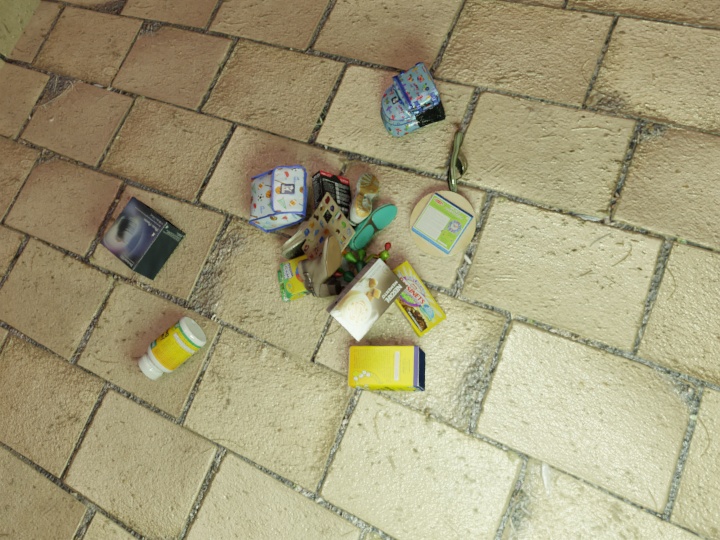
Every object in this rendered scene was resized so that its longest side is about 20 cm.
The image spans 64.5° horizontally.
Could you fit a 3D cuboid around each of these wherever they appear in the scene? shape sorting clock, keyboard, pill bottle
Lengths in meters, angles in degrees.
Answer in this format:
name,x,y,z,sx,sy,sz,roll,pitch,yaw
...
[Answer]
name,x,y,z,sx,sy,sz,roll,pitch,yaw
shape sorting clock,0.245,-0.139,1.704,0.197,0.039,0.204,-2,82,17
keyboard,-0.068,-0.044,1.766,0.011,0.056,0.203,-40,57,47
pill bottle,-0.596,0.248,1.800,0.199,0.113,0.113,-39,65,2

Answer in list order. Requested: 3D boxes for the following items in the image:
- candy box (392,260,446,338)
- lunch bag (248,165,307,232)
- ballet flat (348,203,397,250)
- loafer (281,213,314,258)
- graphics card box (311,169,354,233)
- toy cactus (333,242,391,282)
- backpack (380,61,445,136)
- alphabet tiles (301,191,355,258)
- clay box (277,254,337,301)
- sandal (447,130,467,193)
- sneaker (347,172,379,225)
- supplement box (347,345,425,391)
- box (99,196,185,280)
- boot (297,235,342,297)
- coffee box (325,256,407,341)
name,x,y,z,sx,sy,sz,roll,pitch,yaw
candy box,0.149,0.080,1.623,0.102,0.026,0.201,-32,81,-21
lunch bag,-0.258,-0.234,1.831,0.197,0.123,0.173,-10,71,30
ballet flat,0.028,-0.140,1.754,0.200,0.068,0.070,-45,32,-21
loafer,-0.175,-0.115,1.814,0.199,0.076,0.068,-37,64,-8
graphics card box,-0.084,-0.202,1.782,0.051,0.124,0.203,-28,62,41
toy cactus,0.000,0.000,1.645,0.197,0.102,0.167,-13,54,24
backpack,0.150,-0.537,1.819,0.197,0.135,0.185,-22,66,12
alphabet tiles,-0.106,-0.101,1.692,0.201,0.007,0.168,-53,57,32
clay box,-0.170,0.014,1.779,0.197,0.048,0.117,-19,67,10
sandal,0.300,-0.332,1.735,0.056,0.080,0.204,10,74,6
sneaker,0.000,-0.224,1.780,0.075,0.088,0.202,31,47,-12
supplement box,0.075,0.273,1.581,0.197,0.109,0.111,-3,71,17
box,-0.750,-0.110,1.965,0.199,0.123,0.200,32,85,24
boot,-0.124,-0.012,1.661,0.145,0.070,0.203,12,115,39
coffee box,0.016,0.076,1.551,0.114,0.080,0.200,45,84,-10
